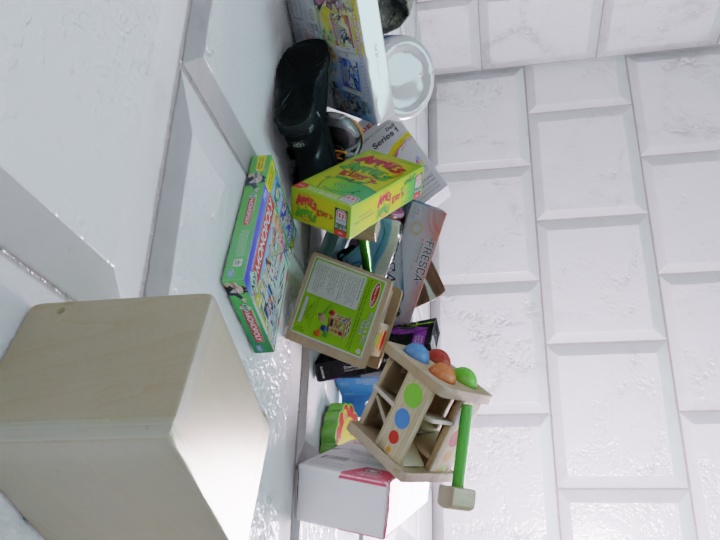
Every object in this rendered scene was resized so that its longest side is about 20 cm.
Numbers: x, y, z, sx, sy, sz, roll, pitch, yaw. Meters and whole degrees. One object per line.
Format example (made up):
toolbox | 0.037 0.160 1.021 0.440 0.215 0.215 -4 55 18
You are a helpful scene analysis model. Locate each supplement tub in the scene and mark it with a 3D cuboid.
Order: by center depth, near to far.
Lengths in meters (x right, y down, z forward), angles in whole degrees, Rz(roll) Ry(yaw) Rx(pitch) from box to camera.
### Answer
supplement tub | 0.021 -0.324 1.229 0.199 0.129 0.136 25 -53 56

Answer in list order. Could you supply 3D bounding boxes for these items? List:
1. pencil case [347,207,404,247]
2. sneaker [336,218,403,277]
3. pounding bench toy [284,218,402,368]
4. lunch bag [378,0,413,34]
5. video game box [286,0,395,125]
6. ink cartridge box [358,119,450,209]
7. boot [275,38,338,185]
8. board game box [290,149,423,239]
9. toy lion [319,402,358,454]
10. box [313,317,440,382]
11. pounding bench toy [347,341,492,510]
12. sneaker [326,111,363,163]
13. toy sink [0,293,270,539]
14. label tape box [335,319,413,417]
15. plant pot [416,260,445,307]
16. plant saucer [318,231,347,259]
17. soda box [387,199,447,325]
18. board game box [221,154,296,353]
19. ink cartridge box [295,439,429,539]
pencil case | 0.008 -0.029 1.257 0.204 0.081 0.087 -68 -154 19
sneaker | 0.000 0.000 1.192 0.079 0.088 0.204 -59 170 -71
pounding bench toy | -0.006 0.028 1.087 0.156 0.121 0.205 33 75 -77
lunch bag | -0.003 -0.456 1.200 0.166 0.194 0.120 -78 162 -51
video game box | -0.033 -0.336 1.097 0.181 0.046 0.204 33 -36 45
ink cartridge box | 0.050 -0.180 1.342 0.202 0.144 0.084 55 4 13
boot | -0.072 -0.214 1.087 0.170 0.074 0.204 76 15 -52
board game box | -0.001 -0.113 1.043 0.199 0.100 0.049 -35 137 -49
toy lion | -0.024 0.333 1.262 0.191 0.067 0.206 37 51 -68
box | 0.030 0.130 1.221 0.143 0.195 0.037 -54 130 -74
pounding bench toy | 0.109 0.210 1.019 0.123 0.199 0.159 17 103 -45
sneaker | -0.040 -0.175 1.203 0.202 0.076 0.079 93 11 -56
toy sink | -0.138 0.123 0.494 0.114 0.127 0.203 -82 164 -46
label tape box | 0.026 0.160 1.331 0.066 0.139 0.206 54 34 -73
plant pot | 0.069 -0.024 1.610 0.187 0.182 0.205 -46 117 -76
plant saucer | -0.032 -0.072 1.211 0.200 0.027 0.204 24 89 -88
soda box | 0.081 -0.017 1.261 0.064 0.067 0.205 -130 -123 -79
board game box | -0.120 -0.022 0.903 0.136 0.028 0.204 76 15 -48
ink cartridge box | 0.009 0.318 1.094 0.199 0.142 0.087 1 93 -67
